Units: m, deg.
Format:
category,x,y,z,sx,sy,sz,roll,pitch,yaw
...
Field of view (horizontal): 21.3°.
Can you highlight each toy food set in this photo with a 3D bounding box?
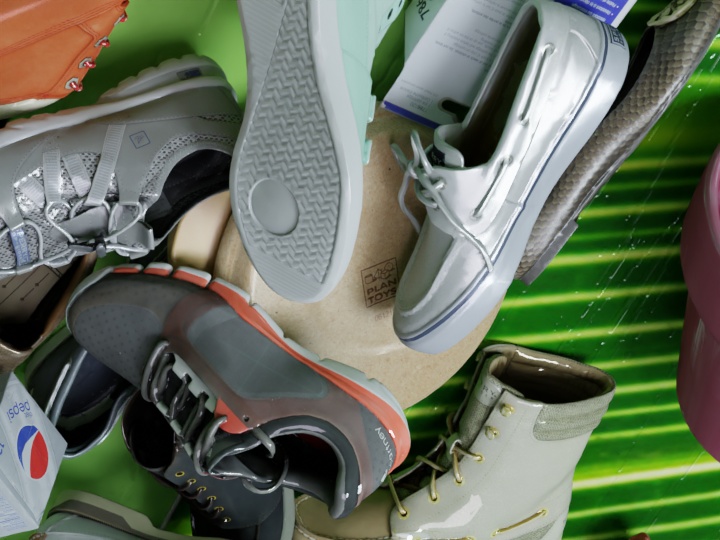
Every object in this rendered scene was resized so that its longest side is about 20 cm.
category,x,y,z,sx,sy,sz,roll,pitch,yaw
toy food set,0.000,0.000,1.074,0.199,0.049,0.199,-35,124,-13

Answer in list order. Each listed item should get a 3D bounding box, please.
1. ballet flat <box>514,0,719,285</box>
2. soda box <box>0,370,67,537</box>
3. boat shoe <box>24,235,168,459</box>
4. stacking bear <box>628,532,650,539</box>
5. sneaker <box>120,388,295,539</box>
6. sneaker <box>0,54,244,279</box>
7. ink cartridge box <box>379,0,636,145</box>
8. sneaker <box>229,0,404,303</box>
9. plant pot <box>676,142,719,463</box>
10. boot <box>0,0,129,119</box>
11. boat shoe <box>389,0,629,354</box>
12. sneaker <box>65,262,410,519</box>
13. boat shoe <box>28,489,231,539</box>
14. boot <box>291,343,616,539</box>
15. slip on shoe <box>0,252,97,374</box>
category,x,y,z,sx,sy,sz,roll,pitch,yaw
ballet flat,0.132,-0.082,1.049,0.046,0.067,0.201,36,100,0
soda box,-0.270,0.122,1.084,0.199,0.069,0.064,-16,127,21
boat shoe,-0.117,0.032,1.091,0.073,0.062,0.200,34,113,-32
stacking bear,0.120,0.273,1.319,0.198,0.114,0.122,-16,145,8
sneaker,-0.097,0.123,1.137,0.106,0.075,0.201,-24,131,-43
sneaker,-0.137,-0.037,0.966,0.199,0.082,0.075,-32,150,-16
ink cartridge box,0.095,-0.156,1.010,0.099,0.039,0.200,20,119,-29
sneaker,-0.008,-0.090,0.968,0.073,0.118,0.202,10,110,28
plant pot,0.269,0.029,1.118,0.198,0.201,0.180,-1,144,-13
boot,-0.141,-0.138,0.949,0.198,0.075,0.108,-16,137,7
boat shoe,0.055,-0.052,1.000,0.086,0.075,0.203,22,111,-30
sneaker,-0.073,0.064,0.997,0.199,0.082,0.077,24,130,10
boat shoe,-0.106,0.194,1.115,0.199,0.069,0.075,14,140,21
boot,0.054,0.120,1.201,0.198,0.072,0.155,1,129,-21
slip on shoe,-0.204,0.027,1.066,0.076,0.061,0.200,30,116,-32
